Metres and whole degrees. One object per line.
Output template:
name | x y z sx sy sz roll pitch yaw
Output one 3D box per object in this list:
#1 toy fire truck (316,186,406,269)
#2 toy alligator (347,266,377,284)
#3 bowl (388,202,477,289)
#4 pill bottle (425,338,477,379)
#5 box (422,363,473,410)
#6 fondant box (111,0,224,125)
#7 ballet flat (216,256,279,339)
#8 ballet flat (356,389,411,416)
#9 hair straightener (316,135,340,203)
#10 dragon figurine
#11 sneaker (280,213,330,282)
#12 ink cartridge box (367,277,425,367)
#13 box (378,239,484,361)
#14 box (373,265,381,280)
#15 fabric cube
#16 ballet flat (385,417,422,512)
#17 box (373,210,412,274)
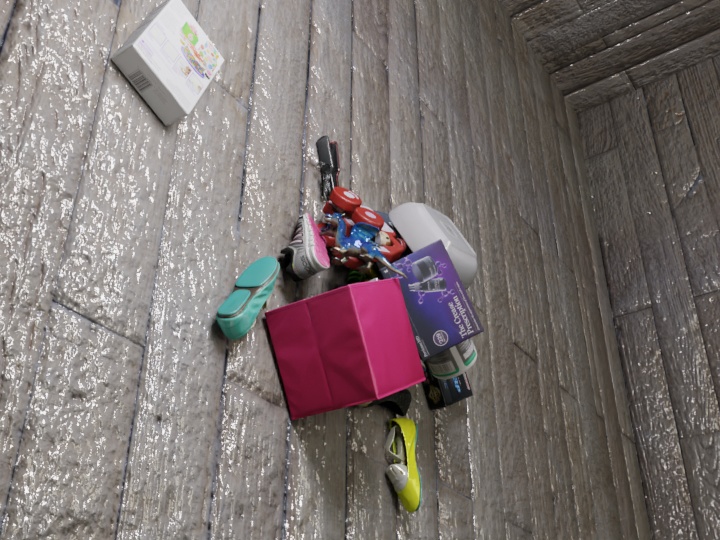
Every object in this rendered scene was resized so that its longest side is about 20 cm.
toy fire truck | 0.012 -0.081 1.722 0.167 0.113 0.200 4 31 -43
toy alligator | 0.000 0.000 1.795 0.054 0.059 0.201 50 33 -32
bowl | 0.170 -0.064 1.818 0.199 0.075 0.201 22 30 -51
pill bottle | 0.164 0.122 1.782 0.201 0.112 0.113 63 30 -21
box | 0.192 0.221 2.001 0.158 0.046 0.202 -3 74 -59
fondant box | -0.331 -0.369 1.459 0.145 0.058 0.201 53 34 -29
ballet flat | -0.193 0.052 1.447 0.201 0.067 0.071 -60 148 -54
ballet flat | 0.049 0.271 1.711 0.199 0.066 0.058 14 73 -55
hair straightener | -0.078 -0.205 1.819 0.077 0.041 0.202 27 55 -51
dragon figurine | 0.005 -0.051 1.579 0.059 0.198 0.100 85 24 -50
sneaker | -0.115 -0.043 1.618 0.074 0.087 0.201 54 10 -29
ink cartridge box | 0.068 0.121 1.710 0.200 0.057 0.164 62 5 -67
box | 0.139 0.059 1.666 0.202 0.140 0.079 64 0 1
box | 0.100 0.041 1.914 0.136 0.040 0.202 13 47 -57
fabric cube | -0.026 0.140 1.526 0.196 0.198 0.202 -8 82 -61
ballet flat | 0.083 0.393 1.709 0.066 0.067 0.202 22 49 -27
box | 0.085 -0.050 1.854 0.156 0.051 0.201 13 35 -34
